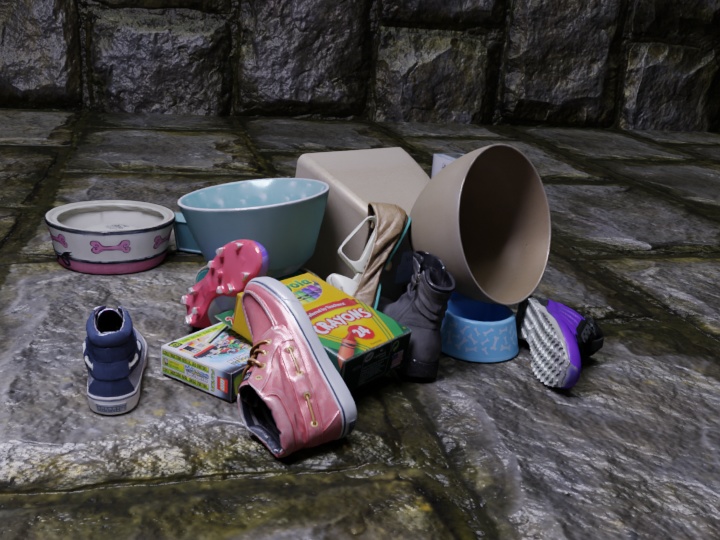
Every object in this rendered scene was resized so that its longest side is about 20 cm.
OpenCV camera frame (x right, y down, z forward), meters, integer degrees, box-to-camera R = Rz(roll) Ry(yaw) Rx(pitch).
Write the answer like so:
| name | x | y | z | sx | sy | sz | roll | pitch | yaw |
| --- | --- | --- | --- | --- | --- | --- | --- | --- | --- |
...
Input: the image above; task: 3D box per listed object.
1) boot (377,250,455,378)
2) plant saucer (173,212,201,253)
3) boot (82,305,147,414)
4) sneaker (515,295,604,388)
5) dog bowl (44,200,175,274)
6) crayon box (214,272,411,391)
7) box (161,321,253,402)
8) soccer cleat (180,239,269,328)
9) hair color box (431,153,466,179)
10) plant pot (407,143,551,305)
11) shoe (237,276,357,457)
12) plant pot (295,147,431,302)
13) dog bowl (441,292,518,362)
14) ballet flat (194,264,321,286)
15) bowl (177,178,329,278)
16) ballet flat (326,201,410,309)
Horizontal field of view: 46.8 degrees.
| name | x | y | z | sx | sy | sz | roll | pitch | yaw |
| --- | --- | --- | --- | --- | --- | --- | --- | --- | --- |
| boot | 0.066 | 0.035 | 1.031 | 0.069 | 0.133 | 0.200 | 5 | 17 | -22 |
| plant saucer | -0.216 | -0.050 | 1.354 | 0.197 | 0.071 | 0.019 | 9 | 34 | 13 |
| boot | -0.270 | 0.073 | 0.921 | 0.072 | 0.092 | 0.200 | -2 | 19 | -18 |
| sneaker | 0.260 | 0.085 | 1.032 | 0.098 | 0.070 | 0.200 | 11 | 20 | -5 |
| dog bowl | -0.394 | -0.054 | 1.316 | 0.197 | 0.075 | 0.200 | 3 | 17 | -1 |
| crayon box | -0.057 | 0.062 | 0.959 | 0.199 | 0.051 | 0.126 | 27 | 27 | 31 |
| box | -0.126 | 0.091 | 0.988 | 0.109 | 0.035 | 0.199 | 15 | 21 | 30 |
| soccer cleat | -0.154 | 0.017 | 1.022 | 0.076 | 0.067 | 0.200 | -1 | -25 | -38 |
| hair color box | 0.149 | -0.069 | 1.266 | 0.060 | 0.203 | 0.099 | -5 | 20 | -26 |
| plant pot | 0.140 | -0.056 | 1.091 | 0.199 | 0.203 | 0.133 | -14 | 8 | -43 |
| shoe | -0.090 | 0.092 | 0.836 | 0.090 | 0.072 | 0.201 | -13 | 57 | -37 |
| plant pot | 0.023 | -0.052 | 1.226 | 0.198 | 0.202 | 0.177 | -10 | 32 | -36 |
| dog bowl | 0.136 | 0.060 | 1.114 | 0.110 | 0.050 | 0.200 | -3 | 19 | -20 |
| ballet flat | -0.135 | 0.018 | 1.170 | 0.197 | 0.068 | 0.062 | 8 | 5 | 11 |
| bowl | -0.135 | -0.053 | 1.101 | 0.198 | 0.106 | 0.201 | -5 | 16 | 1 |
| ballet flat | 0.000 | 0.000 | 1.053 | 0.072 | 0.202 | 0.068 | 25 | -15 | -13 |
